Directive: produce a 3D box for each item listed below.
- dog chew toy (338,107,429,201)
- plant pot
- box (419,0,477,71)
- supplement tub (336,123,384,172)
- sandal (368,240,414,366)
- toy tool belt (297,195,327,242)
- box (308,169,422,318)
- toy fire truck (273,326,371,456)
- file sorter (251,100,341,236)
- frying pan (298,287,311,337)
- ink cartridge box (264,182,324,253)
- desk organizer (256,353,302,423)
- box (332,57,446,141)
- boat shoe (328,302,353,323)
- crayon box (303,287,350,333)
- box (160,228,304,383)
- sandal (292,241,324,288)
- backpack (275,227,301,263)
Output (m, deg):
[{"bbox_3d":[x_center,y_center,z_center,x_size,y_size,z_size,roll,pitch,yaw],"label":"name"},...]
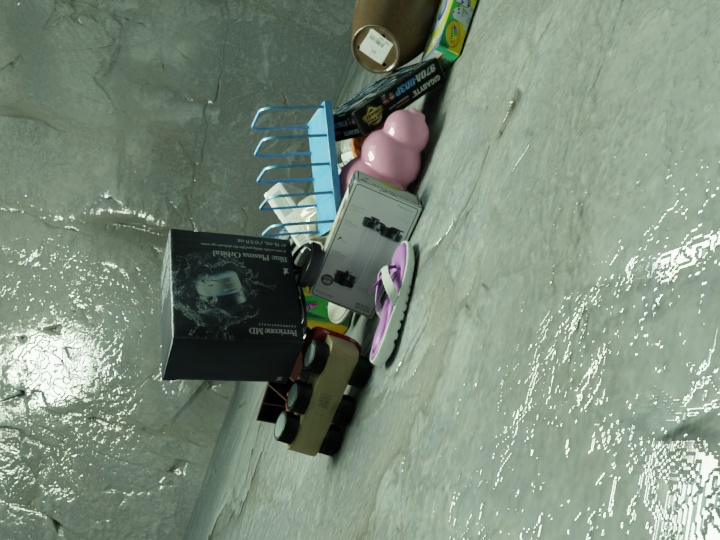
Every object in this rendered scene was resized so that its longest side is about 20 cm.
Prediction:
[{"bbox_3d":[0.044,-0.174,1.291,0.202,0.123,0.125,-58,13,15],"label":"dog chew toy"},{"bbox_3d":[0.058,-0.456,1.443,0.188,0.185,0.202,-57,4,47],"label":"plant pot"},{"bbox_3d":[0.167,-0.458,1.372,0.117,0.048,0.203,158,133,-76],"label":"box"},{"bbox_3d":[0.014,-0.237,1.532,0.200,0.121,0.125,-167,97,-80],"label":"supplement tub"},{"bbox_3d":[0.037,0.035,1.101,0.083,0.049,0.205,124,163,-51],"label":"sandal"},{"bbox_3d":[-0.016,-0.117,1.472,0.122,0.198,0.127,-33,77,36],"label":"toy tool belt"},{"bbox_3d":[0.006,-0.040,1.229,0.060,0.115,0.203,-90,22,-68],"label":"box"},{"bbox_3d":[-0.062,0.172,1.227,0.179,0.127,0.200,-67,21,10],"label":"toy fire truck"},{"bbox_3d":[-0.109,-0.162,1.309,0.139,0.120,0.205,161,103,-74],"label":"file sorter"},{"bbox_3d":[-0.088,0.123,1.373,0.031,0.114,0.192,-33,-32,-33],"label":"frying pan"},{"bbox_3d":[-0.108,-0.093,1.564,0.050,0.162,0.200,-35,-4,7],"label":"ink cartridge box"},{"bbox_3d":[-0.123,0.215,1.386,0.077,0.071,0.202,-41,-18,-39],"label":"desk organizer"},{"bbox_3d":[0.032,-0.297,1.373,0.199,0.046,0.158,-38,20,-22],"label":"box"},{"bbox_3d":[0.000,0.000,1.379,0.066,0.056,0.204,17,90,44],"label":"boat shoe"},{"bbox_3d":[-0.101,0.105,1.485,0.201,0.117,0.059,125,163,-54],"label":"crayon box"},{"bbox_3d":[-0.199,0.055,1.188,0.118,0.193,0.203,118,149,-47],"label":"box"},{"bbox_3d":[-0.091,-0.015,1.251,0.200,0.042,0.077,169,121,-80],"label":"sandal"},{"bbox_3d":[-0.125,-0.007,1.696,0.168,0.160,0.203,-40,-26,-63],"label":"backpack"}]
